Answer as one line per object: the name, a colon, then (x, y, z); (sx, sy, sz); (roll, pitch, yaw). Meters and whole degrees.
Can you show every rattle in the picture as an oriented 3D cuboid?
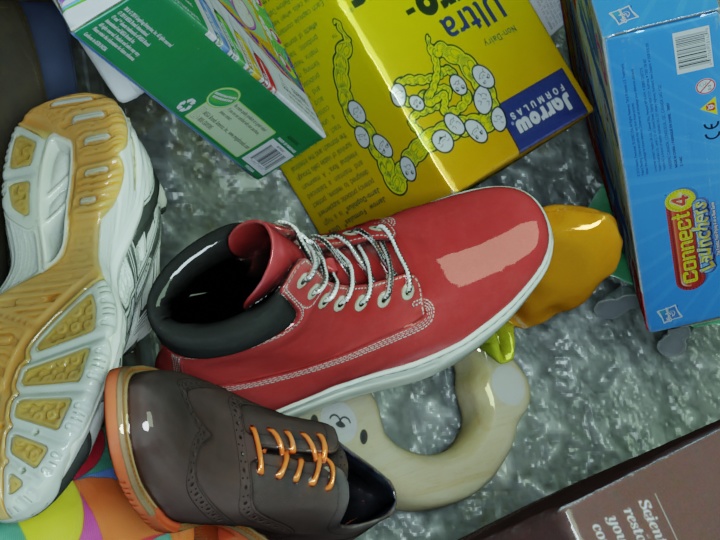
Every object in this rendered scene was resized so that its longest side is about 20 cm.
rattle: (0.028, 0.063, 1.332); (0.200, 0.143, 0.130); (-32, 109, -43)

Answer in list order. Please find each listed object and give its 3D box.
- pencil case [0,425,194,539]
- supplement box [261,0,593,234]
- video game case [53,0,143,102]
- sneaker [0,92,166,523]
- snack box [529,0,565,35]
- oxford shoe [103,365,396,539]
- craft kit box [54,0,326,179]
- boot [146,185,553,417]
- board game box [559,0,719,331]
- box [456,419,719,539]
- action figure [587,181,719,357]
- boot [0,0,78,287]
pencil case: (-0.162, 0.130, 1.214); (0.200, 0.088, 0.088); (-15, 81, -36)
supplement box: (0.002, -0.125, 1.401); (0.109, 0.110, 0.200); (-32, 91, -37)
video game case: (-0.142, -0.180, 1.300); (0.200, 0.023, 0.182); (57, 10, -10)
sneaker: (-0.119, 0.025, 1.225); (0.088, 0.076, 0.200); (55, 41, -54)
snack box: (0.079, -0.214, 1.446); (0.072, 0.024, 0.200); (-41, 131, -11)
oxford shoe: (-0.047, 0.077, 1.211); (0.200, 0.073, 0.071); (32, 49, -63)
craft kit box: (-0.104, -0.158, 1.249); (0.198, 0.049, 0.200); (62, 10, 23)
boot: (0.000, 0.000, 1.254); (0.200, 0.144, 0.072); (-26, 68, -12)
board game box: (0.137, -0.108, 1.387); (0.056, 0.200, 0.196); (-13, 44, 1)
box: (0.128, 0.177, 1.309); (0.164, 0.200, 0.166); (-22, 84, -36)
action figure: (0.174, -0.049, 1.518); (0.118, 0.055, 0.200); (33, 50, -17)
boot: (-0.161, -0.043, 1.287); (0.097, 0.075, 0.200); (-8, 74, -32)
